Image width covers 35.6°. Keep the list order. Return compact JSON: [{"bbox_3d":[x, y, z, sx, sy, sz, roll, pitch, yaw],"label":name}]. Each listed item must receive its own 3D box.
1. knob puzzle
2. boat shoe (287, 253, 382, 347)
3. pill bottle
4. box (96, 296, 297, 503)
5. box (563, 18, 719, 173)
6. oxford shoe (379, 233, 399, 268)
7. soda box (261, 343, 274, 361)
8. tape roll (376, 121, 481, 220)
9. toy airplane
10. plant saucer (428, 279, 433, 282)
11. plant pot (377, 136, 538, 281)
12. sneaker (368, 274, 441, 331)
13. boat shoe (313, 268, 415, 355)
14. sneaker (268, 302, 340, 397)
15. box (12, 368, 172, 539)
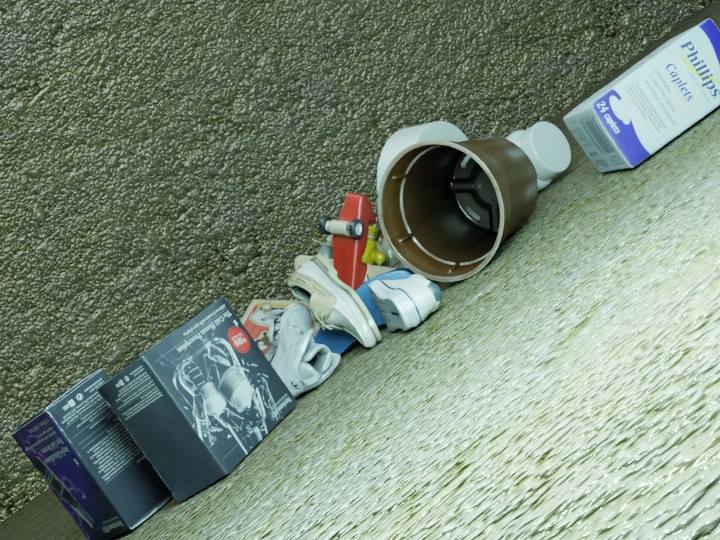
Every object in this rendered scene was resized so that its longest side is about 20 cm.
[{"bbox_3d":[-0.133,0.103,1.946,0.217,0.031,0.220,-4,32,2],"label":"knob puzzle"},{"bbox_3d":[-0.038,0.055,1.621,0.068,0.075,0.200,-31,41,-12],"label":"boat shoe"},{"bbox_3d":[0.274,-0.180,2.004,0.113,0.114,0.199,-38,5,-39],"label":"pill bottle"},{"bbox_3d":[-0.208,0.165,1.473,0.104,0.183,0.200,-32,5,33],"label":"box"},{"bbox_3d":[0.403,-0.234,1.548,0.199,0.105,0.184,-36,3,0],"label":"box"},{"bbox_3d":[0.056,-0.037,1.927,0.199,0.074,0.071,-36,3,2],"label":"oxford shoe"},{"bbox_3d":[-0.178,0.188,1.773,0.199,0.069,0.064,-35,12,22],"label":"soda box"},{"bbox_3d":[0.113,-0.132,1.781,0.070,0.204,0.202,-5,23,40],"label":"tape roll"},{"bbox_3d":[0.000,0.000,1.833,0.199,0.201,0.141,-47,-17,32],"label":"toy airplane"},{"bbox_3d":[0.120,-0.012,1.887,0.199,0.036,0.200,-35,4,3],"label":"plant saucer"},{"bbox_3d":[0.158,-0.108,1.642,0.200,0.202,0.198,-33,-3,35],"label":"plant pot"},{"bbox_3d":[0.064,0.041,1.537,0.070,0.074,0.200,-26,11,-9],"label":"sneaker"},{"bbox_3d":[0.005,0.057,1.699,0.199,0.085,0.069,-32,1,17],"label":"boat shoe"},{"bbox_3d":[-0.080,0.111,1.624,0.114,0.075,0.201,-28,29,34],"label":"sneaker"},{"bbox_3d":[-0.362,0.259,1.541,0.104,0.201,0.148,-38,3,-40],"label":"box"}]
